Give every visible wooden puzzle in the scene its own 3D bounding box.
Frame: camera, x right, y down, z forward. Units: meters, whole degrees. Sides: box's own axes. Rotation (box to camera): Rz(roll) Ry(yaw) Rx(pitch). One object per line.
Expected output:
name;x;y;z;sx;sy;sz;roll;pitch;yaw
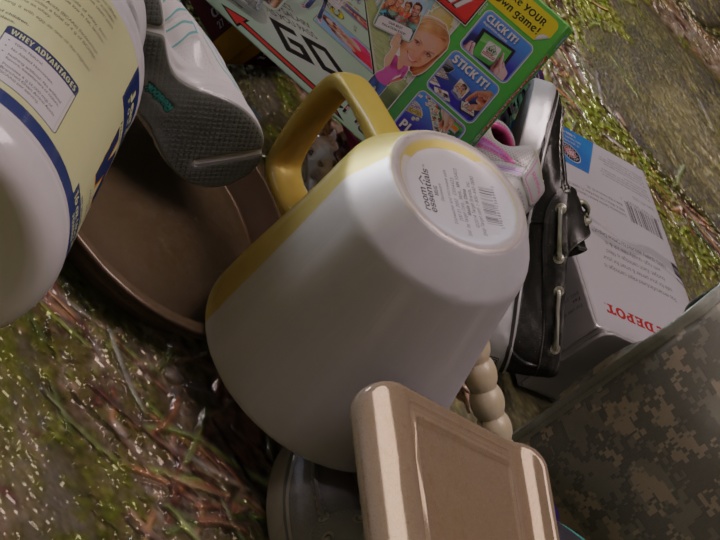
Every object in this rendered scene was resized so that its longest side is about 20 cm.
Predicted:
wooden puzzle;0.055;0.167;0.965;0.200;0.037;0.187;26;52;-57

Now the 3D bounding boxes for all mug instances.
mug;0.002;-0.007;0.992;0.187;0.153;0.149;45;39;7

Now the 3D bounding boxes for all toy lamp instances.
toy lamp;0.075;0.067;1.108;0.058;0.058;0.202;-53;131;-59

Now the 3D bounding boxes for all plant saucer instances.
plant saucer;-0.119;-0.042;1.062;0.199;0.029;0.201;34;35;-28

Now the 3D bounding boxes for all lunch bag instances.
lunch bag;0.218;0.118;1.193;0.165;0.200;0.117;56;31;7

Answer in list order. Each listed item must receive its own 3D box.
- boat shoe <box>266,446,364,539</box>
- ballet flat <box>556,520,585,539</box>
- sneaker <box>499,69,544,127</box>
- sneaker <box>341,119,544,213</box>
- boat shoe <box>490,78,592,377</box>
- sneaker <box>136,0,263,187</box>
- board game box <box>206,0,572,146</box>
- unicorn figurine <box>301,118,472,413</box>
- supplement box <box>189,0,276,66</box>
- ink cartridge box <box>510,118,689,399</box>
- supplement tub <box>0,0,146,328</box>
boat shoe;-0.002;0.166;0.970;0.072;0.068;0.201;30;38;-34
ballet flat;0.071;0.162;1.077;0.200;0.073;0.073;39;33;-13
sneaker;0.096;-0.136;1.324;0.200;0.087;0.075;-109;-170;-70
sneaker;0.054;-0.070;1.210;0.200;0.088;0.082;43;-21;48
boat shoe;0.122;-0.028;1.246;0.063;0.071;0.202;10;85;-3
sneaker;-0.128;-0.131;1.035;0.201;0.070;0.081;53;11;-44
board game box;0.010;-0.160;1.111;0.200;0.135;0.029;42;8;9
unicorn figurine;0.000;0.000;1.154;0.200;0.073;0.138;54;25;-32
supplement box;-0.044;-0.256;1.259;0.198;0.132;0.200;59;24;11
ink cartridge box;0.166;0.001;1.353;0.146;0.086;0.201;23;43;-40
supplement tub;-0.187;-0.080;0.886;0.145;0.145;0.201;41;34;-19
